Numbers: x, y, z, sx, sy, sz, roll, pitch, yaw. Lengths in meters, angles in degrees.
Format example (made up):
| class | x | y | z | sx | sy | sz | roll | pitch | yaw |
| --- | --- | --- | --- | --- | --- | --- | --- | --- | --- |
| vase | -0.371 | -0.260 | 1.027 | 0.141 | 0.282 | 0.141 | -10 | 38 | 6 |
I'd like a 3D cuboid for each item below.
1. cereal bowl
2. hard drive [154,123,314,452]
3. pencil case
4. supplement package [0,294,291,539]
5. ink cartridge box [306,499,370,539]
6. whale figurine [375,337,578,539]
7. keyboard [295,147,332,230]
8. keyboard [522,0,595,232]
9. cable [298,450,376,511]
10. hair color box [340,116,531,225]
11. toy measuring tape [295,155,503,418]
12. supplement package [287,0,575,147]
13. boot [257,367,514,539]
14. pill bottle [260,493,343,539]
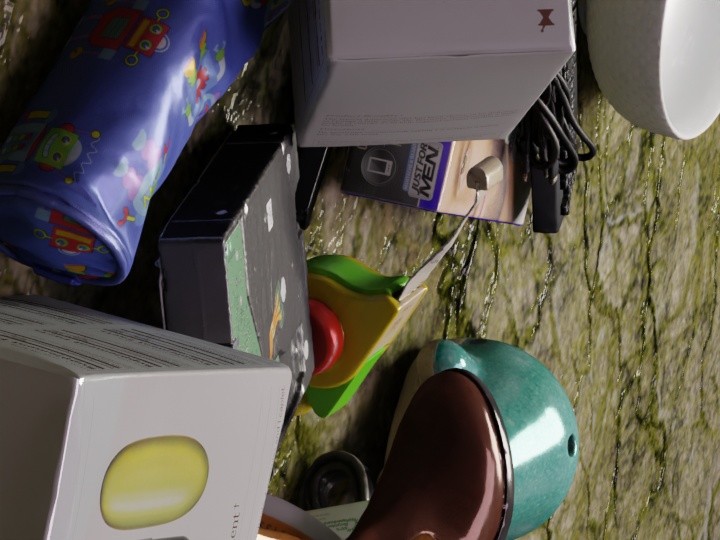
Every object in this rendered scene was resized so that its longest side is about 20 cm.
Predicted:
| class | x | y | z | sx | sy | sz | roll | pitch | yaw |
| --- | --- | --- | --- | --- | --- | --- | --- | --- | --- |
| cereal bowl | 0.201 | -0.192 | 1.890 | 0.200 | 0.083 | 0.201 | -41 | 138 | -52 |
| hard drive | -0.060 | 0.020 | 1.403 | 0.200 | 0.038 | 0.141 | -68 | 155 | -69 |
| pencil case | -0.101 | -0.082 | 1.300 | 0.087 | 0.078 | 0.201 | 79 | 33 | -54 |
| supplement package | -0.150 | 0.117 | 1.213 | 0.200 | 0.146 | 0.193 | 1 | 101 | -66 |
| ink cartridge box | -0.039 | 0.219 | 1.521 | 0.037 | 0.094 | 0.201 | 46 | 46 | -36 |
| whale figurine | 0.070 | 0.118 | 1.709 | 0.200 | 0.103 | 0.160 | -43 | 130 | -66 |
| keyboard | -0.016 | -0.126 | 1.532 | 0.104 | 0.039 | 0.201 | 100 | 6 | -79 |
| keyboard | 0.121 | -0.101 | 1.627 | 0.201 | 0.039 | 0.104 | 83 | 21 | -45 |
| cable | -0.010 | 0.184 | 1.577 | 0.050 | 0.097 | 0.201 | 36 | 49 | -44 |
| hair color box | 0.055 | -0.087 | 1.626 | 0.200 | 0.064 | 0.110 | 3 | 99 | -72 |
| toy measuring tape | 0.000 | 0.000 | 1.527 | 0.200 | 0.074 | 0.074 | -56 | 167 | 31 |
| supplement package | 0.028 | -0.137 | 1.382 | 0.200 | 0.116 | 0.118 | 127 | -40 | -79 |
| boot | -0.013 | 0.134 | 1.393 | 0.200 | 0.068 | 0.189 | 12 | 96 | -54 |
| pill bottle | -0.085 | 0.217 | 1.446 | 0.201 | 0.112 | 0.112 | -65 | 153 | -23 |
